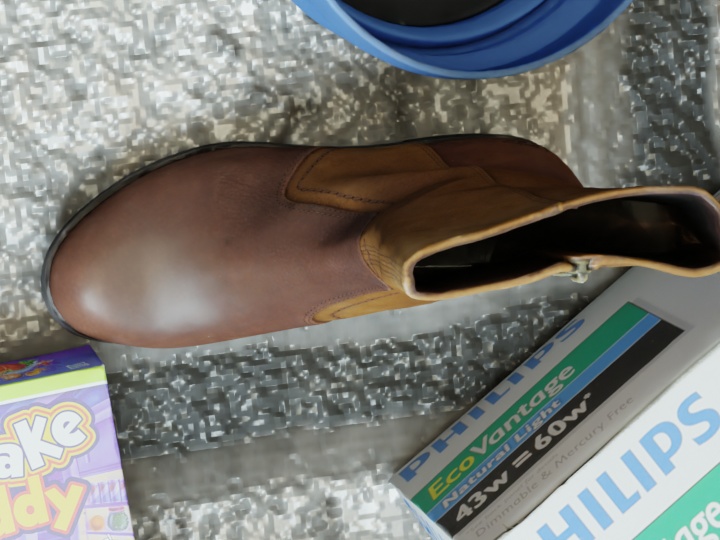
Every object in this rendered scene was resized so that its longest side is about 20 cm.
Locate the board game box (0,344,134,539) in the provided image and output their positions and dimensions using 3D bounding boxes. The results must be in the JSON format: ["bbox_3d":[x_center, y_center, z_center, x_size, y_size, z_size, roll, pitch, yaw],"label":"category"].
[{"bbox_3d":[-0.175,0.112,0.966,0.199,0.045,0.135,-12,99,-11],"label":"board game box"}]

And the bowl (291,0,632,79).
[{"bbox_3d":[0.032,-0.164,0.940,0.200,0.039,0.201,-8,102,-39],"label":"bowl"}]

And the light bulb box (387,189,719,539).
[{"bbox_3d":[0.153,0.096,0.995,0.198,0.125,0.200,-41,104,-5],"label":"light bulb box"}]

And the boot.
[{"bbox_3d":[0.000,0.000,0.910,0.188,0.200,0.069,-4,98,-12],"label":"boot"}]
